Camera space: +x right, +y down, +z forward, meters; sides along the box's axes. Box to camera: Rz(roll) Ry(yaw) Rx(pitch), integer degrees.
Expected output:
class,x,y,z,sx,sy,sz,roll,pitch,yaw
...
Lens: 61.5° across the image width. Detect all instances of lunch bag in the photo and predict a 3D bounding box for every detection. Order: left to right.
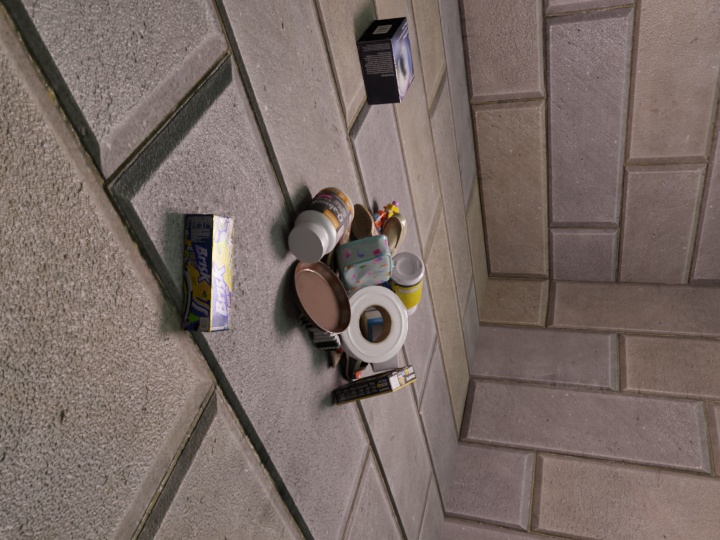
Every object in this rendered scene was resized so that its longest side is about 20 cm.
class,x,y,z,sx,sy,sz,roll,pitch,yaw
lunch bag,0.014,-0.020,1.646,0.201,0.155,0.079,83,-11,-69

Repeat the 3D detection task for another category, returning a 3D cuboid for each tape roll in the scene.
class,x,y,z,sx,sy,sz,roll,pitch,yaw
tape roll,0.030,0.145,1.644,0.070,0.195,0.211,167,-72,-70

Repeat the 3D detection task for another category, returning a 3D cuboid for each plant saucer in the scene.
class,x,y,z,sx,sy,sz,roll,pitch,yaw
plant saucer,-0.100,0.067,1.490,0.199,0.034,0.205,37,37,-34

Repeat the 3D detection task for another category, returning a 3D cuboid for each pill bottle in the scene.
class,x,y,z,sx,sy,sz,roll,pitch,yaw
pill bottle,-0.096,-0.111,1.480,0.201,0.112,0.120,-59,145,-52
pill bottle,0.138,0.049,1.886,0.203,0.110,0.117,89,15,-53

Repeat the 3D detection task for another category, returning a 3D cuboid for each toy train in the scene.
class,x,y,z,sx,sy,sz,roll,pitch,yaw
toy train,0.072,-0.155,2.023,0.151,0.055,0.202,-51,155,-20

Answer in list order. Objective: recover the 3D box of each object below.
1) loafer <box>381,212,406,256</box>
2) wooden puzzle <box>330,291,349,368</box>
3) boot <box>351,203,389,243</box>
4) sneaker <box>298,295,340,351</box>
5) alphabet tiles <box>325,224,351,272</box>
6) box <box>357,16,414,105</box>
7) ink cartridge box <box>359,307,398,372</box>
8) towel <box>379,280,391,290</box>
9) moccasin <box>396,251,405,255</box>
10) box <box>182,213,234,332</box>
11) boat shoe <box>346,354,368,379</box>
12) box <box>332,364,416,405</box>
class,x,y,z,sx,sy,sz,roll,pitch,yaw
loafer,0.092,-0.090,1.975,0.068,0.074,0.206,-26,139,-59
wooden puzzle,-0.053,0.143,1.721,0.186,0.036,0.207,-54,140,-57
boot,0.035,-0.108,1.870,0.205,0.071,0.166,64,11,1
sneaker,-0.096,0.140,1.567,0.202,0.072,0.083,67,23,-49
alphabet tiles,-0.060,-0.056,1.648,0.202,0.007,0.171,-65,169,-48
box,0.088,-0.667,1.927,0.203,0.119,0.203,-65,150,-46
ink cartridge box,0.051,0.188,1.816,0.201,0.081,0.151,-119,-157,-69
towel,0.081,0.115,1.896,0.201,0.023,0.152,98,-20,-68
moccasin,0.091,0.015,1.982,0.067,0.080,0.203,-25,150,-45
box,-0.272,0.005,1.086,0.070,0.062,0.208,3,89,-69
boat shoe,-0.005,0.263,1.779,0.203,0.060,0.073,90,18,-50
box,0.042,0.327,1.733,0.158,0.195,0.051,-11,81,-60
